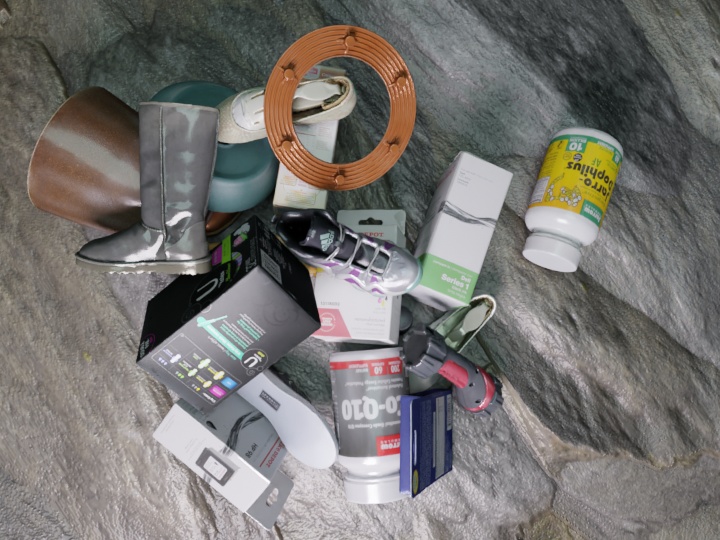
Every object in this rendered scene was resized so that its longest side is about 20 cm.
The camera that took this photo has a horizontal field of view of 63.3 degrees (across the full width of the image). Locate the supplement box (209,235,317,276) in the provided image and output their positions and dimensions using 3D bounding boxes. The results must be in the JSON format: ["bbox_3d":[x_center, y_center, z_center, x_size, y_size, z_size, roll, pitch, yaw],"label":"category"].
[{"bbox_3d":[-0.157,-0.014,0.866,0.198,0.069,0.067,-9,86,-9],"label":"supplement box"}]

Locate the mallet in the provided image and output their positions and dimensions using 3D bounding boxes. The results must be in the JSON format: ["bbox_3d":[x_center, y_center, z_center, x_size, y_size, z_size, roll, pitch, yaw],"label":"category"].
[{"bbox_3d":[0.018,0.012,0.898,0.041,0.066,0.201,-29,71,-8],"label":"mallet"}]

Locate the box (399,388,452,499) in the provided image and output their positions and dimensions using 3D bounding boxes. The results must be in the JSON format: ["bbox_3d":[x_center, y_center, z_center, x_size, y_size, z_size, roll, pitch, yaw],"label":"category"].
[{"bbox_3d":[0.087,0.228,0.796,0.032,0.200,0.123,-2,82,22],"label":"box"}]

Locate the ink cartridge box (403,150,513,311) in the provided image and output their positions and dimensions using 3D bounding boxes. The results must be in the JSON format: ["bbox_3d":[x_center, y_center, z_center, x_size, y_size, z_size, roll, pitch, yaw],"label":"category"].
[{"bbox_3d":[0.135,-0.052,0.857,0.084,0.146,0.202,22,82,-3],"label":"ink cartridge box"}]

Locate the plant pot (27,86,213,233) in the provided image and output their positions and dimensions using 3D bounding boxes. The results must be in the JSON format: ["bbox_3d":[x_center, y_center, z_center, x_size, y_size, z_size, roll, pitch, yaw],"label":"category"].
[{"bbox_3d":[-0.306,-0.119,0.805,0.199,0.187,0.188,28,81,-2],"label":"plant pot"}]

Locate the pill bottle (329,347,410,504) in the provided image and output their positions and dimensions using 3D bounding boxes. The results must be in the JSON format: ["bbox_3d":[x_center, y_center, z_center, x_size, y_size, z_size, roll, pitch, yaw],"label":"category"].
[{"bbox_3d":[0.019,0.214,0.828,0.113,0.114,0.202,-4,83,-6],"label":"pill bottle"}]

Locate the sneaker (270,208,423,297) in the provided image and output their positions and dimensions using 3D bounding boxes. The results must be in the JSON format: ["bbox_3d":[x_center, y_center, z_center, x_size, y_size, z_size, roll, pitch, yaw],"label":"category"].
[{"bbox_3d":[-0.025,-0.027,0.736,0.198,0.140,0.078,15,82,20],"label":"sneaker"}]

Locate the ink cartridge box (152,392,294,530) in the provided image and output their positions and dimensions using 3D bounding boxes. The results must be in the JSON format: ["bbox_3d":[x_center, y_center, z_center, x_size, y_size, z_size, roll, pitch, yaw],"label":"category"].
[{"bbox_3d":[-0.166,0.240,0.799,0.200,0.116,0.067,39,107,0],"label":"ink cartridge box"}]

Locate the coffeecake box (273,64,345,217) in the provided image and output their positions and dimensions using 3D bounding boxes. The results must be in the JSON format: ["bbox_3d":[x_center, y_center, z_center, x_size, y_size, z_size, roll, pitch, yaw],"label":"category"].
[{"bbox_3d":[-0.074,-0.170,0.849,0.072,0.154,0.202,9,81,-4],"label":"coffeecake box"}]

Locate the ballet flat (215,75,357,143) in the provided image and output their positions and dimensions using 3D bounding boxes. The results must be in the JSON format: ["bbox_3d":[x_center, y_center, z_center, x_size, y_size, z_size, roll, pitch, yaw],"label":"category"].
[{"bbox_3d":[-0.101,-0.214,0.743,0.198,0.062,0.068,-16,86,-6],"label":"ballet flat"}]

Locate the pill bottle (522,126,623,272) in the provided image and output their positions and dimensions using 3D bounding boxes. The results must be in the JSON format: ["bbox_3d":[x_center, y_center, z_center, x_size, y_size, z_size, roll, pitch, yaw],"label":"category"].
[{"bbox_3d":[0.320,-0.106,0.898,0.112,0.113,0.202,22,81,-2],"label":"pill bottle"}]

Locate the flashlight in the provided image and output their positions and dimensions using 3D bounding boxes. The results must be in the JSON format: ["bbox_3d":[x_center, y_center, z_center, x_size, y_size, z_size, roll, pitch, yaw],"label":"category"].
[{"bbox_3d":[0.128,0.147,0.816,0.068,0.199,0.068,-42,43,16],"label":"flashlight"}]

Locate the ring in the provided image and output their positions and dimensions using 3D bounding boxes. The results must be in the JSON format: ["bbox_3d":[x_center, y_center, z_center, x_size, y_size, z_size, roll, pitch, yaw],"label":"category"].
[{"bbox_3d":[-0.021,-0.196,0.726,0.198,0.019,0.202,-7,115,-15],"label":"ring"}]

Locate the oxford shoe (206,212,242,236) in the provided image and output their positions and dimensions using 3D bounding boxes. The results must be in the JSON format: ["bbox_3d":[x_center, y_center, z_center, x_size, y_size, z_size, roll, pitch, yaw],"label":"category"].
[{"bbox_3d":[-0.189,-0.142,0.878,0.071,0.071,0.201,33,83,-2],"label":"oxford shoe"}]

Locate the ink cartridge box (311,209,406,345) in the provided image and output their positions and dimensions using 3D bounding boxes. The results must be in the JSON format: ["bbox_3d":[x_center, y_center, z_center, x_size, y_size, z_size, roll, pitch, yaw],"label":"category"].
[{"bbox_3d":[0.000,0.000,0.834,0.115,0.067,0.202,1,77,16],"label":"ink cartridge box"}]

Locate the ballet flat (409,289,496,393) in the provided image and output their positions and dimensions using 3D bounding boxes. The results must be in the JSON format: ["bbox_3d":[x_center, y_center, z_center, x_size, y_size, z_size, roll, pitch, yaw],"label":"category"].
[{"bbox_3d":[0.131,0.103,0.878,0.069,0.069,0.200,45,81,2],"label":"ballet flat"}]

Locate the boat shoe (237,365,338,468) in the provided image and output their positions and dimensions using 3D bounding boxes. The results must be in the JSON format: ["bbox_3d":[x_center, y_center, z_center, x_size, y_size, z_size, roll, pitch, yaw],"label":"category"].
[{"bbox_3d":[-0.102,0.195,0.833,0.199,0.066,0.070,36,103,15],"label":"boat shoe"}]

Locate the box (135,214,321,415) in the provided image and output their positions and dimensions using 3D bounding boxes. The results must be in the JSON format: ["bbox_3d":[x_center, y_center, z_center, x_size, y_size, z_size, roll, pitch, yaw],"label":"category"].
[{"bbox_3d":[-0.171,0.056,0.765,0.199,0.149,0.124,-37,120,10],"label":"box"}]

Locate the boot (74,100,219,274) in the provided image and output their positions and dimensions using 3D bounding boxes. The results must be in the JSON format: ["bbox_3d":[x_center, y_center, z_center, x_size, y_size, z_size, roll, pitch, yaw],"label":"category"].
[{"bbox_3d":[-0.257,-0.100,0.705,0.180,0.073,0.202,-1,105,-6],"label":"boot"}]

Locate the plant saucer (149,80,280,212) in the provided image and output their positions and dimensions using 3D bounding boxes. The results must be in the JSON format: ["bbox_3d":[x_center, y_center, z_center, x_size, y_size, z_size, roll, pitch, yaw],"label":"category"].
[{"bbox_3d":[-0.192,-0.178,0.789,0.198,0.036,0.202,13,64,-29],"label":"plant saucer"}]
